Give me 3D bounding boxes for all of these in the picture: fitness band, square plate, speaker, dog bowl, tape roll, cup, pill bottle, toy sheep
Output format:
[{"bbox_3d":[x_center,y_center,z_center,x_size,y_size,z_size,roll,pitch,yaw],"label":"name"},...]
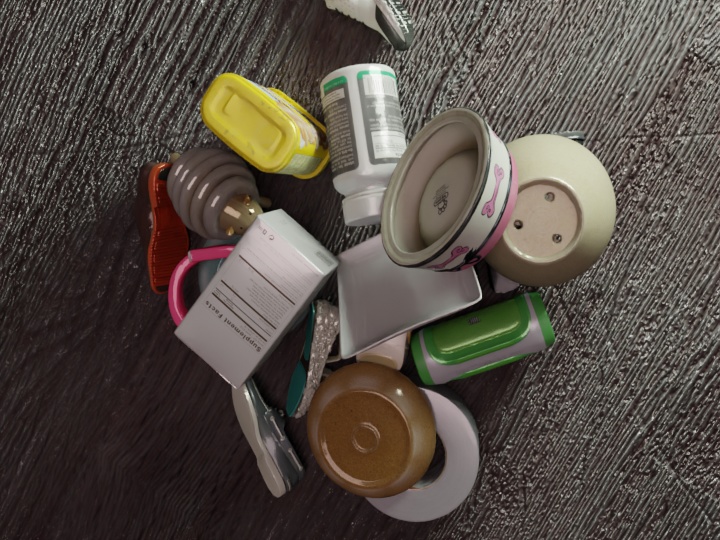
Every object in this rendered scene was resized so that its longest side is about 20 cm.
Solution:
[{"bbox_3d":[-0.197,0.035,1.020,0.194,0.037,0.148,-4,95,11],"label":"fitness band"},{"bbox_3d":[0.058,0.012,0.901,0.194,0.203,0.029,-24,130,17],"label":"square plate"},{"bbox_3d":[0.174,0.099,0.975,0.196,0.088,0.090,-20,92,11],"label":"speaker"},{"bbox_3d":[0.110,-0.089,0.826,0.073,0.200,0.203,22,102,-29],"label":"dog bowl"},{"bbox_3d":[0.080,0.266,1.020,0.194,0.066,0.206,1,96,10],"label":"tape roll"},{"bbox_3d":[0.227,-0.068,0.857,0.195,0.143,0.206,3,100,14],"label":"cup"},{"bbox_3d":[0.009,-0.172,0.950,0.110,0.113,0.206,-8,87,11],"label":"pill bottle"},{"bbox_3d":[-0.213,-0.114,0.987,0.198,0.137,0.140,33,102,27],"label":"toy sheep"}]

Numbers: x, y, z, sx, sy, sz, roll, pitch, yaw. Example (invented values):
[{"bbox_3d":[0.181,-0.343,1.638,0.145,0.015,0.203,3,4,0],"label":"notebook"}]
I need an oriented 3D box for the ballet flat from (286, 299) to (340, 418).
[{"bbox_3d":[-0.062,0.141,1.024,0.070,0.072,0.204,19,113,7],"label":"ballet flat"}]

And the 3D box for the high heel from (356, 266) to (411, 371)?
[{"bbox_3d":[0.051,0.069,1.005,0.070,0.144,0.202,22,142,0],"label":"high heel"}]

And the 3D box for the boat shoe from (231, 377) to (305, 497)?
[{"bbox_3d":[-0.147,0.250,1.073,0.061,0.073,0.204,-20,84,-31],"label":"boat shoe"}]

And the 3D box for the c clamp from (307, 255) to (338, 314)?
[{"bbox_3d":[0.000,0.000,1.026,0.196,0.027,0.175,-20,99,7],"label":"c clamp"}]

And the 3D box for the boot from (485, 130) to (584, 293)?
[{"bbox_3d":[0.245,-0.080,0.952,0.161,0.065,0.206,-9,92,19],"label":"boot"}]

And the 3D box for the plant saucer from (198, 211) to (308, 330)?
[{"bbox_3d":[-0.167,0.012,1.050,0.195,0.039,0.207,1,96,9],"label":"plant saucer"}]

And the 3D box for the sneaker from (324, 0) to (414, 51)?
[{"bbox_3d":[0.000,-0.387,0.971,0.080,0.073,0.201,-41,84,26],"label":"sneaker"}]

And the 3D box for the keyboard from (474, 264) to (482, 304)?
[{"bbox_3d":[0.128,-0.043,0.976,0.103,0.039,0.206,-22,73,48],"label":"keyboard"}]

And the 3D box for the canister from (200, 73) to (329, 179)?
[{"bbox_3d":[-0.122,-0.195,0.937,0.148,0.200,0.087,39,102,4],"label":"canister"}]

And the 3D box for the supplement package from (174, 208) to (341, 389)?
[{"bbox_3d":[-0.137,0.035,0.932,0.119,0.121,0.201,39,103,1],"label":"supplement package"}]

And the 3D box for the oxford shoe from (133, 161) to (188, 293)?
[{"bbox_3d":[-0.318,-0.067,1.066,0.071,0.070,0.206,13,102,37],"label":"oxford shoe"}]

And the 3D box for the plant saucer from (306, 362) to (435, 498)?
[{"bbox_3d":[0.010,0.237,0.975,0.195,0.035,0.206,2,97,14],"label":"plant saucer"}]
